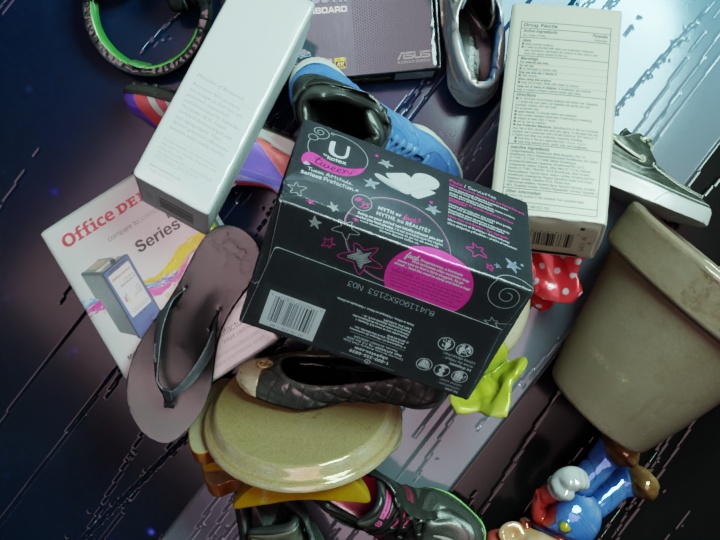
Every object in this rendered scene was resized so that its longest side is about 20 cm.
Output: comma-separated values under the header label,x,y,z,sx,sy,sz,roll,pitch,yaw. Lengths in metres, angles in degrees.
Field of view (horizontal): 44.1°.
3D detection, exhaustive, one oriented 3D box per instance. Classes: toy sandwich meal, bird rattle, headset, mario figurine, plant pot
label,x,y,z,sx,sy,sz,roll,pitch,yaw
toy sandwich meal,-0.059,0.151,0.818,0.200,0.206,0.072,-2,121,-1
bird rattle,0.116,0.029,0.826,0.161,0.113,0.203,26,93,-16
headset,-0.197,-0.286,0.834,0.121,0.094,0.204,12,102,-2
mario figurine,0.203,0.256,0.844,0.200,0.106,0.124,-43,82,-4
plant pot,0.272,0.067,0.812,0.199,0.200,0.176,37,104,-2

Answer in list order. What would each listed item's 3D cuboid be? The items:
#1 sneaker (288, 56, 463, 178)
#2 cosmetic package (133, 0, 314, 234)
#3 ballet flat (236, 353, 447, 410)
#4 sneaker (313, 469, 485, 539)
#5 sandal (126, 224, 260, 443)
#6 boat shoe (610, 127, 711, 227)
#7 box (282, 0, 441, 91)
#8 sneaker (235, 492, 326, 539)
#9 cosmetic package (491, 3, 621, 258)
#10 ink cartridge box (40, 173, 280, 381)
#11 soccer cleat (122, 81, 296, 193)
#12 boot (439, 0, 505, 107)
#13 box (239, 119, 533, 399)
label,x,y,z,sx,sy,sz,roll,pitch,yaw
sneaker,0.017,-0.111,0.813,0.199,0.112,0.077,38,109,-19
cosmetic package,-0.116,-0.142,0.764,0.070,0.101,0.203,27,78,-6
ballet flat,-0.016,0.088,0.791,0.195,0.067,0.058,-1,121,10
sneaker,0.026,0.233,0.851,0.196,0.084,0.078,22,91,-1
sandal,-0.152,0.054,0.779,0.075,0.043,0.204,22,92,-2
boat shoe,0.254,-0.106,0.859,0.197,0.071,0.065,26,90,1
box,-0.025,-0.262,0.860,0.195,0.051,0.162,-4,90,-1
sneaker,-0.060,0.276,0.837,0.075,0.114,0.202,-27,93,1
cosmetic package,0.172,-0.124,0.792,0.101,0.087,0.204,7,73,10
ink cartridge box,-0.183,0.013,0.843,0.144,0.088,0.202,-30,90,0
soccer cleat,-0.141,-0.120,0.854,0.196,0.068,0.075,21,94,-4
boot,0.110,-0.264,0.841,0.072,0.096,0.205,-6,91,-1
box,0.021,-0.007,0.703,0.196,0.116,0.133,20,130,-6
